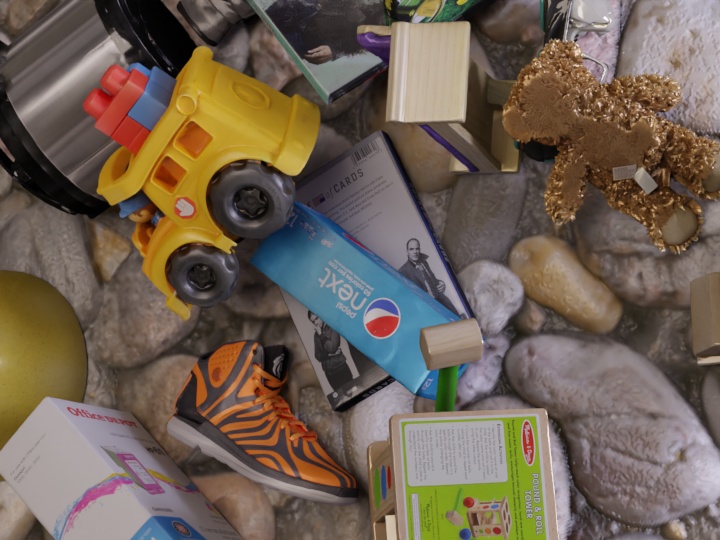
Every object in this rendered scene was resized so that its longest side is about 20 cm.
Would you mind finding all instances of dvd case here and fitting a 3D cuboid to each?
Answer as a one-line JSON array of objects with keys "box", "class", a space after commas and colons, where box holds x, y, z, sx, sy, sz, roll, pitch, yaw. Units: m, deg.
[{"box": [0.000, 0.000, 1.693, 0.150, 0.025, 0.201, -31, 68, 17], "class": "dvd case"}, {"box": [0.012, -0.249, 1.682, 0.199, 0.022, 0.146, -32, 70, -15], "class": "dvd case"}]

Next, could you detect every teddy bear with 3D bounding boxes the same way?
[{"box": [0.207, -0.100, 1.572, 0.198, 0.067, 0.146, 16, 101, 0], "class": "teddy bear"}]

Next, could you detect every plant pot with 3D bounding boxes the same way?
[{"box": [-0.373, 0.087, 1.784, 0.198, 0.142, 0.202, -5, 77, 24], "class": "plant pot"}]

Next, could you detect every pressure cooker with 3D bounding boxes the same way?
[{"box": [-0.248, -0.152, 1.752, 0.199, 0.178, 0.177, -36, 70, 14], "class": "pressure cooker"}]

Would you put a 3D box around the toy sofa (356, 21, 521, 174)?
[{"box": [0.066, -0.138, 1.591, 0.097, 0.200, 0.084, 1, 81, 18], "class": "toy sofa"}]

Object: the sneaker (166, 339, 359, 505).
[{"box": [-0.075, 0.123, 1.674, 0.199, 0.077, 0.113, 23, 91, 27], "class": "sneaker"}]

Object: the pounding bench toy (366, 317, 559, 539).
[{"box": [0.074, 0.151, 1.550, 0.123, 0.156, 0.202, -2, 77, -9], "class": "pounding bench toy"}]

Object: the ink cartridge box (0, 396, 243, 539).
[{"box": [-0.203, 0.209, 1.680, 0.200, 0.144, 0.085, 43, 99, 25], "class": "ink cartridge box"}]

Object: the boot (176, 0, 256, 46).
[{"box": [-0.093, -0.245, 1.766, 0.131, 0.070, 0.201, -39, 56, 17], "class": "boot"}]

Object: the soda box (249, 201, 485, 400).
[{"box": [0.004, 0.025, 1.637, 0.200, 0.064, 0.068, 38, 97, 27], "class": "soda box"}]

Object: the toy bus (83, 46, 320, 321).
[{"box": [-0.156, -0.087, 1.640, 0.191, 0.136, 0.200, 30, 118, -14], "class": "toy bus"}]

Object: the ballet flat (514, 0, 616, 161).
[{"box": [0.177, -0.190, 1.628, 0.068, 0.068, 0.202, 9, 94, 16], "class": "ballet flat"}]

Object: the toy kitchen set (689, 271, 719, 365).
[{"box": [0.307, 0.001, 1.462, 0.162, 0.180, 0.202, -8, 73, 24], "class": "toy kitchen set"}]

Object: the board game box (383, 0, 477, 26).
[{"box": [0.100, -0.266, 1.612, 0.200, 0.105, 0.023, -39, 70, -12], "class": "board game box"}]
